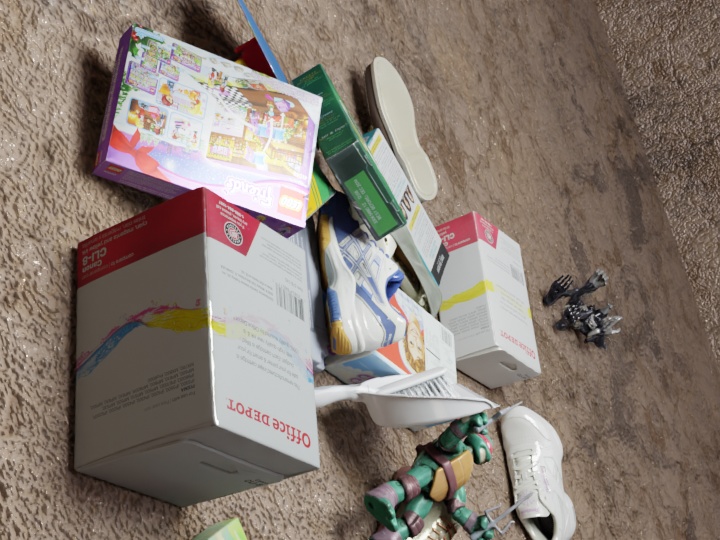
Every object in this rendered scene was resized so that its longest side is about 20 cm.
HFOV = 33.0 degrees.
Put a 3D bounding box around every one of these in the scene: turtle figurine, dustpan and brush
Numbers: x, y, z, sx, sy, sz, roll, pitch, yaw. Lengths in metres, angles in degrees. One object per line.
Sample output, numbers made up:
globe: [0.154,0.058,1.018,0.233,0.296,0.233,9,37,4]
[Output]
turtle figurine: [0.093,0.219,1.264,0.199,0.100,0.151,-31,114,-28]
dustpan and brush: [0.026,0.128,1.245,0.139,0.198,0.058,-161,-123,-74]

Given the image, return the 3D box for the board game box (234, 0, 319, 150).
board game box: [-0.106,-0.208,1.295,0.201,0.039,0.159,58,6,-50]

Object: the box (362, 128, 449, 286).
box: [0.041,-0.071,1.535,0.201,0.049,0.083,60,28,-21]

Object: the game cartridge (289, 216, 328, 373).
game cartridge: [-0.088,-0.005,1.250,0.133,0.040,0.202,36,41,-55]

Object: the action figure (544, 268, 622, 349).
action figure: [0.393,0.068,2.075,0.199,0.102,0.120,17,45,-57]

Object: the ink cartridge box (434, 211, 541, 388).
ink cartridge box: [0.169,0.043,1.666,0.145,0.083,0.202,31,45,-52]

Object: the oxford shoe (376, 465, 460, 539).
oxford shoe: [0.066,0.282,1.301,0.071,0.073,0.201,56,30,-32]

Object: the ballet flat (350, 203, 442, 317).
ballet flat: [0.038,-0.011,1.471,0.201,0.067,0.064,56,37,-26]

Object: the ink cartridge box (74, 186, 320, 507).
ink cartridge box: [-0.132,0.069,0.981,0.145,0.143,0.202,35,42,-51]

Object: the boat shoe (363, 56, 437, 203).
boat shoe: [0.040,-0.179,1.600,0.071,0.059,0.202,-14,83,-49]

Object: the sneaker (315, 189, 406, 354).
sneaker: [0.000,0.000,1.300,0.076,0.087,0.202,97,-15,-58]

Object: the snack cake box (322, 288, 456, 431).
snack cake box: [0.036,0.092,1.389,0.200,0.067,0.116,40,40,-46]

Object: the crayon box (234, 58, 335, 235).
crayon box: [-0.122,-0.124,1.196,0.201,0.051,0.127,54,36,-7]

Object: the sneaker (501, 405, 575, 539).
sneaker: [0.239,0.282,1.642,0.099,0.074,0.202,-17,87,-65]

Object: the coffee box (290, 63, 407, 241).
coffee box: [-0.015,-0.131,1.321,0.123,0.044,0.201,57,6,-36]

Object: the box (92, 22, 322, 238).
box: [-0.135,-0.125,1.111,0.198,0.039,0.139,18,66,-27]

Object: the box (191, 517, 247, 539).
box: [-0.129,0.299,0.950,0.200,0.036,0.146,-27,96,-65]
